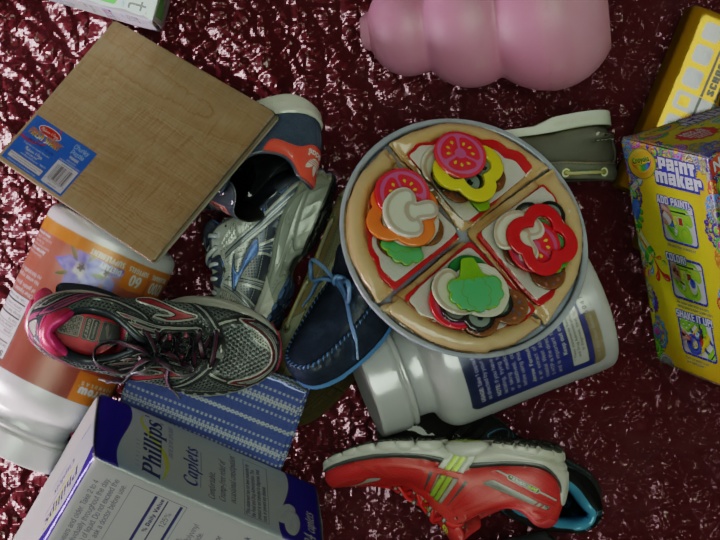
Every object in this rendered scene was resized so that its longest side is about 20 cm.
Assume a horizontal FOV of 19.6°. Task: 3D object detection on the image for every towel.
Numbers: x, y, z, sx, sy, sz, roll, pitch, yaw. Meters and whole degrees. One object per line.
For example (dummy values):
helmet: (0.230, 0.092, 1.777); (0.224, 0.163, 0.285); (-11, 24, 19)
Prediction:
towel: (-0.135, 0.152, 1.690); (0.145, 0.024, 0.200); (20, 114, -1)

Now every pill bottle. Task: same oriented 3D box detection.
pill bottle: (0.095, 0.057, 1.670); (0.200, 0.120, 0.120); (-21, 93, -7)
pill bottle: (-0.238, 0.057, 1.670); (0.112, 0.112, 0.200); (25, 92, -3)

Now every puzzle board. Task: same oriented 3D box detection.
puzzle board: (-0.177, -0.103, 1.644); (0.200, 0.017, 0.151); (31, 77, 36)

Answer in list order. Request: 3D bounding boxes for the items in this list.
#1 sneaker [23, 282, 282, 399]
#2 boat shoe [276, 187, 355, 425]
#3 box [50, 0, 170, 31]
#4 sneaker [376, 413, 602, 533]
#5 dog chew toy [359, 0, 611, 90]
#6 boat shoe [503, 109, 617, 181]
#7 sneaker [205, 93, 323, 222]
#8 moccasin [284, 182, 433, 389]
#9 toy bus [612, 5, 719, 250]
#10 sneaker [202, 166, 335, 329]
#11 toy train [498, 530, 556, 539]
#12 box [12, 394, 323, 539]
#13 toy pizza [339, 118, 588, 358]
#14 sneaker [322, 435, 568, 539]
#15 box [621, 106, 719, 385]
sneaker: (-0.157, 0.060, 1.593); (0.200, 0.075, 0.081); (6, 97, -15)
boat shoe: (-0.027, 0.029, 1.706); (0.073, 0.063, 0.201); (16, 98, -46)
box: (-0.217, -0.312, 1.663); (0.176, 0.097, 0.200); (17, 91, -1)
sneaker: (0.109, 0.158, 1.702); (0.200, 0.082, 0.073); (21, 95, -1)
dog chew toy: (0.099, -0.201, 1.671); (0.200, 0.125, 0.125); (-6, 93, 6)
boat shoe: (0.112, -0.084, 1.697); (0.201, 0.072, 0.060); (-12, 88, -5)
sneaker: (-0.121, -0.071, 1.654); (0.200, 0.075, 0.085); (-20, 60, 24)
moccasin: (0.000, 0.000, 1.629); (0.080, 0.068, 0.200); (17, 62, 37)
toy bus: (0.267, -0.109, 1.704); (0.078, 0.065, 0.200); (22, 91, -3)
sneaker: (-0.094, -0.001, 1.700); (0.085, 0.077, 0.200); (24, 84, 7)
toy train: (0.088, 0.283, 1.697); (0.200, 0.085, 0.114); (-10, 102, -8)
box: (-0.160, 0.225, 1.639); (0.200, 0.105, 0.184); (25, 113, -16)
toy pizza: (0.083, -0.030, 1.599); (0.200, 0.032, 0.201); (5, 67, -13)
sneaker: (0.064, 0.173, 1.642); (0.200, 0.077, 0.085); (0, 86, 16)
box: (0.332, -0.034, 1.634); (0.200, 0.122, 0.193); (-19, 108, -21)
